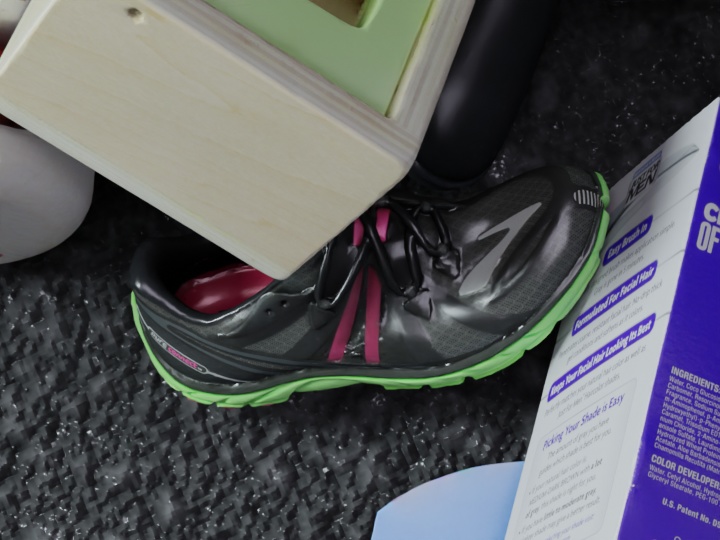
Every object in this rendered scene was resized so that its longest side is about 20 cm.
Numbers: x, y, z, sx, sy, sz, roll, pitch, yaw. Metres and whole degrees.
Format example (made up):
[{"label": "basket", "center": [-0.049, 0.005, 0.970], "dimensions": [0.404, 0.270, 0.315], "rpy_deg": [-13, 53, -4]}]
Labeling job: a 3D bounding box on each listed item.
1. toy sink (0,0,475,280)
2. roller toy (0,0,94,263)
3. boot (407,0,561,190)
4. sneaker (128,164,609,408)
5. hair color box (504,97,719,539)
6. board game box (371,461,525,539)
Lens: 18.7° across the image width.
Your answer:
[{"label": "toy sink", "center": [-0.027, -0.125, 0.788], "dimensions": [0.130, 0.112, 0.201], "rpy_deg": [32, 56, -14]}, {"label": "roller toy", "center": [-0.188, -0.086, 0.844], "dimensions": [0.198, 0.183, 0.141], "rpy_deg": [1, 78, 4]}, {"label": "boot", "center": [0.080, -0.122, 0.820], "dimensions": [0.065, 0.200, 0.166], "rpy_deg": [17, 79, -22]}, {"label": "sneaker", "center": [0.000, 0.000, 0.839], "dimensions": [0.198, 0.084, 0.077], "rpy_deg": [-16, 48, 15]}, {"label": "hair color box", "center": [0.109, 0.052, 0.783], "dimensions": [0.064, 0.109, 0.202], "rpy_deg": [21, 65, -12]}, {"label": "board game box", "center": [0.068, 0.176, 0.848], "dimensions": [0.156, 0.039, 0.202], "rpy_deg": [13, 85, 2]}]
